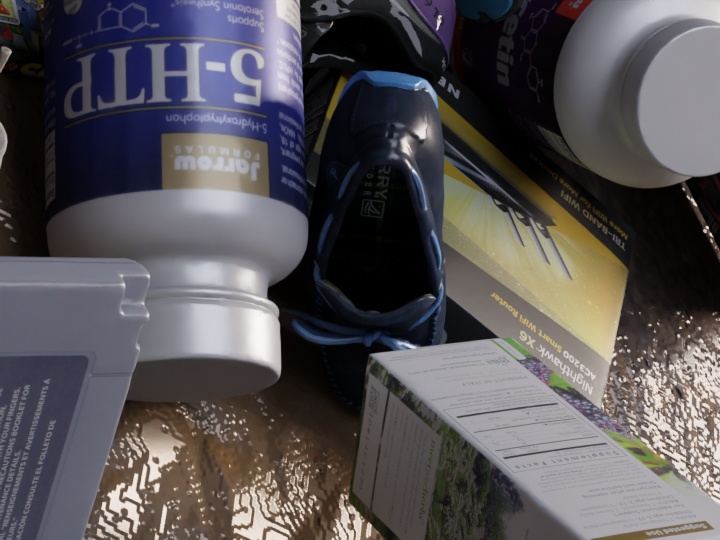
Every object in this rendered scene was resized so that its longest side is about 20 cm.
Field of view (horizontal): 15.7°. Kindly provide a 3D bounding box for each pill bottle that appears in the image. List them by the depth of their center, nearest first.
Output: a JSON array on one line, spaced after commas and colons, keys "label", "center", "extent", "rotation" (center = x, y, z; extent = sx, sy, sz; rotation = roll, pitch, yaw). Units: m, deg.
[{"label": "pill bottle", "center": [-0.084, -0.047, 1.188], "extent": [0.120, 0.120, 0.200], "rotation": [9, 70, -39]}, {"label": "pill bottle", "center": [0.131, -0.109, 1.369], "extent": [0.112, 0.200, 0.113], "rotation": [-6, 107, -22]}]

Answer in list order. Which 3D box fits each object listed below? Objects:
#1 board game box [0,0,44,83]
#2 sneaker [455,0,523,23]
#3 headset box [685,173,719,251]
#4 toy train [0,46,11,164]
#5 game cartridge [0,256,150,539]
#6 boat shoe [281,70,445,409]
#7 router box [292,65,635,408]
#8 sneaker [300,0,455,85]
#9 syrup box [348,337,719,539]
[{"label": "board game box", "center": [-0.128, -0.132, 1.286], "extent": [0.200, 0.023, 0.105], "rotation": [13, 54, -37]}, {"label": "sneaker", "center": [0.020, -0.205, 1.385], "extent": [0.200, 0.073, 0.082], "rotation": [33, 59, 17]}, {"label": "headset box", "center": [0.229, -0.074, 1.474], "extent": [0.075, 0.149, 0.200], "rotation": [-24, 78, -7]}, {"label": "toy train", "center": [-0.146, 0.018, 1.059], "extent": [0.116, 0.200, 0.085], "rotation": [23, 10, -43]}, {"label": "game cartridge", "center": [-0.163, 0.086, 1.003], "extent": [0.133, 0.200, 0.041], "rotation": [-1, 27, -46]}, {"label": "boat shoe", "center": [0.000, 0.000, 1.211], "extent": [0.084, 0.200, 0.069], "rotation": [-1, 43, 6]}, {"label": "router box", "center": [0.046, -0.020, 1.337], "extent": [0.200, 0.052, 0.157], "rotation": [38, 37, -17]}, {"label": "sneaker", "center": [-0.042, -0.148, 1.280], "extent": [0.200, 0.076, 0.088], "rotation": [19, 46, -15]}, {"label": "syrup box", "center": [0.078, 0.107, 1.136], "extent": [0.081, 0.079, 0.200], "rotation": [-6, 26, -29]}]
